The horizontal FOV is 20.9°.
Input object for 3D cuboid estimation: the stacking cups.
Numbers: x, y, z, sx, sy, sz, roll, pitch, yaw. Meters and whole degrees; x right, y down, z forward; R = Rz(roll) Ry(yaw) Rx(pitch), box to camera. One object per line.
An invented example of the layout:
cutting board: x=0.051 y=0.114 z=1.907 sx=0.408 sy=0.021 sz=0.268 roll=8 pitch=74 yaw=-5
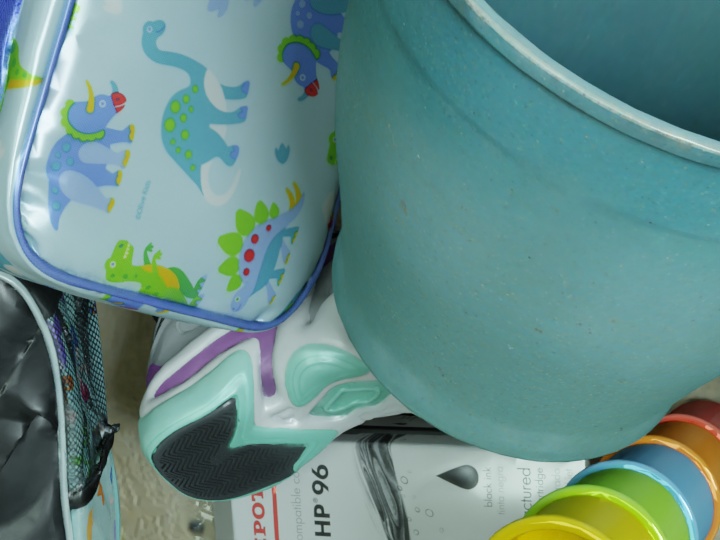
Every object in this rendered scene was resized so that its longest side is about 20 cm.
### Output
stacking cups: x=0.097 y=0.085 z=0.700 sx=0.060 sy=0.200 sz=0.061 roll=5 pitch=104 yaw=21

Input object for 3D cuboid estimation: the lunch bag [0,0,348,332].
lunch bag: x=-0.071 y=-0.086 z=0.708 sx=0.082 sy=0.160 sz=0.201 roll=14 pitch=88 yaw=43

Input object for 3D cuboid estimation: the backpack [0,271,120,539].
backpack: x=-0.184 y=0.078 z=0.795 sx=0.177 sy=0.151 sz=0.201 roll=-4 pitch=103 yaw=8

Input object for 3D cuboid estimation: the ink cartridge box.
ink cartridge box: x=0.013 y=0.120 z=0.816 sx=0.199 sy=0.068 sz=0.117 roll=-1 pitch=98 yaw=24

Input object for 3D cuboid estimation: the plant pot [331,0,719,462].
plant pot: x=0.077 y=-0.045 z=0.629 sx=0.200 sy=0.200 sz=0.188 roll=39 pitch=139 yaw=13

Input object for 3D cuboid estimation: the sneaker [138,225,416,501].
sneaker: x=0.000 y=0.000 z=0.788 sx=0.199 sy=0.140 sz=0.078 roll=-17 pitch=135 yaw=8
